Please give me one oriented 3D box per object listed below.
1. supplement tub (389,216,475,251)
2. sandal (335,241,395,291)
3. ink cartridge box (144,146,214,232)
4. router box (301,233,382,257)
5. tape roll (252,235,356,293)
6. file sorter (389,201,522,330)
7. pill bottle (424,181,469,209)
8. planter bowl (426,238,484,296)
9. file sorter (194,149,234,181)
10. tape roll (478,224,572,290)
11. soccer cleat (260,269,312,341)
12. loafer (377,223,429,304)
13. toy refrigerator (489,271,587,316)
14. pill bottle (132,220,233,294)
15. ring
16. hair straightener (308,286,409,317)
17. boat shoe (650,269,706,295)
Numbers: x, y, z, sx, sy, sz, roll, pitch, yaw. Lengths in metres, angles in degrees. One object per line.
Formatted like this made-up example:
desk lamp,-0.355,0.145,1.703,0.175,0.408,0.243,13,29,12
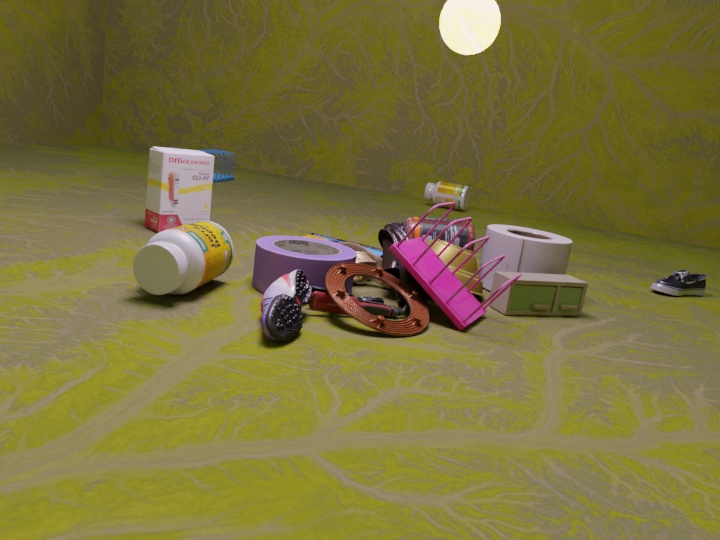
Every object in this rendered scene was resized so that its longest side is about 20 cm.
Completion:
supplement tub,0.164,-0.072,1.442,0.198,0.108,0.107,5,13,-2
sandal,0.001,-0.006,1.281,0.210,0.078,0.070,19,15,16
ink cartridge box,-0.458,-0.202,1.542,0.144,0.202,0.083,-5,18,-43
router box,-0.050,-0.035,1.416,0.198,0.052,0.149,13,14,13
tape roll,-0.109,-0.006,1.193,0.198,0.086,0.200,7,14,-2
file sorter,0.183,-0.017,1.134,0.200,0.126,0.139,50,27,13
pill bottle,0.414,-0.365,2.927,0.198,0.114,0.113,13,14,21
planter bowl,0.191,-0.017,1.333,0.198,0.084,0.200,19,4,-1
file sorter,-0.660,-0.474,2.727,0.137,0.124,0.200,11,13,8
tape roll,0.386,-0.021,1.442,0.200,0.141,0.203,8,14,-2
soccer cleat,-0.131,0.062,0.971,0.073,0.069,0.200,-22,19,14
loafer,0.073,-0.014,1.223,0.071,0.073,0.201,-11,52,-18
toy refrigerator,0.376,0.051,1.279,0.198,0.077,0.070,3,14,-24
pill bottle,-0.310,-0.021,1.070,0.112,0.114,0.200,10,13,9
ring,0.033,0.043,1.070,0.199,0.019,0.201,20,27,-11
hair straightener,-0.003,0.053,1.104,0.198,0.041,0.077,4,14,-18
boat shoe,0.891,0.031,1.695,0.198,0.069,0.072,2,14,-24
